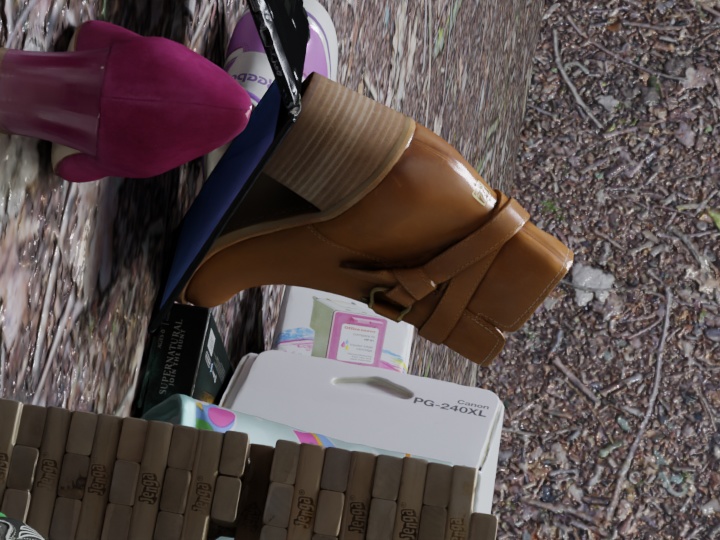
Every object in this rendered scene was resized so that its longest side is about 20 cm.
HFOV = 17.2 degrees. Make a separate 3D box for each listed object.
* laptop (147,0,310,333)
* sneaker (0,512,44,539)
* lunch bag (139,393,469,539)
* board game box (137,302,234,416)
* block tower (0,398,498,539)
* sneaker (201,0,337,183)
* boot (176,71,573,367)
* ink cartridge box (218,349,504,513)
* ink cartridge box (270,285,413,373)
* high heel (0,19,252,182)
[{"bbox_3d":[-0.080,-0.103,1.100,0.177,0.103,0.201,-91,161,-73],"label":"laptop"},{"bbox_3d":[-0.133,0.141,0.763,0.200,0.085,0.078,-67,163,-66],"label":"sneaker"},{"bbox_3d":[-0.041,0.174,1.026,0.122,0.170,0.201,-27,-125,50],"label":"lunch bag"},{"bbox_3d":[-0.092,0.114,1.256,0.200,0.028,0.136,80,20,-69],"label":"board game box"},{"bbox_3d":[-0.048,0.095,0.936,0.058,0.199,0.054,102,-3,-75],"label":"block tower"},{"bbox_3d":[-0.049,-0.042,1.286,0.201,0.072,0.115,77,23,-46],"label":"sneaker"},{"bbox_3d":[0.000,0.000,1.158,0.200,0.154,0.074,-44,-163,57],"label":"boot"},{"bbox_3d":[-0.009,0.158,1.264,0.083,0.144,0.201,-63,161,-63],"label":"ink cartridge box"},{"bbox_3d":[-0.023,0.095,1.438,0.201,0.084,0.145,-78,-178,-45],"label":"ink cartridge box"},{"bbox_3d":[-0.076,-0.065,0.927,0.200,0.095,0.068,24,74,-84],"label":"high heel"}]
